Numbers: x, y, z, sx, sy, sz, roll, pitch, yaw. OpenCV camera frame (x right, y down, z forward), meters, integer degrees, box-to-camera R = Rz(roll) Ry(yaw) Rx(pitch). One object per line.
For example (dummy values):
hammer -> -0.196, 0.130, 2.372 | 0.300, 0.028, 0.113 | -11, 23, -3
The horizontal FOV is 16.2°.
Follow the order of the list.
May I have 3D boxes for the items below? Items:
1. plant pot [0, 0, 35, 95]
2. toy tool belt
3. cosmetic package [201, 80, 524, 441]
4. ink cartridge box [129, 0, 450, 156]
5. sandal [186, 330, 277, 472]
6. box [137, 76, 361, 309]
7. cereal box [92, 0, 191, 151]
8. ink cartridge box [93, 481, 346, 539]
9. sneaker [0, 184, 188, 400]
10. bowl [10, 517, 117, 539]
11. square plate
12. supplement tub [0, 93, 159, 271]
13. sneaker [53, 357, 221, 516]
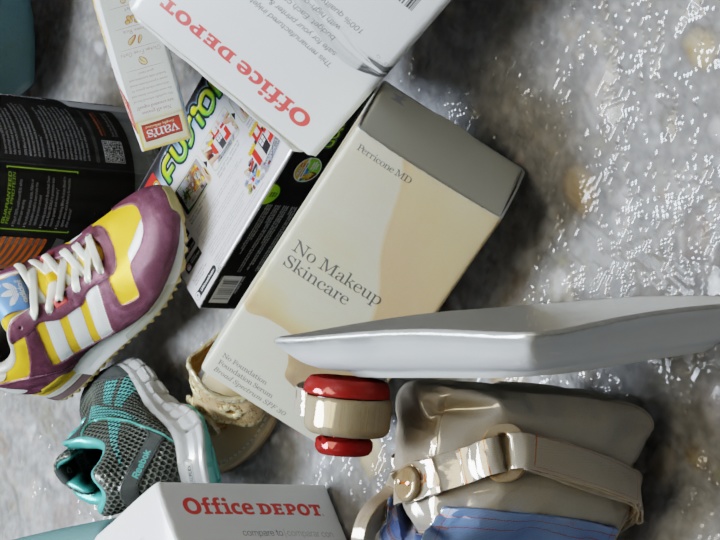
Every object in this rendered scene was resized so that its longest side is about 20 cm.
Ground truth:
plant pot -> -0.315, -0.162, 1.837 | 0.200, 0.200, 0.135 | -27, 103, 45
toy tool belt -> 0.058, 0.123, 1.363 | 0.125, 0.199, 0.123 | -171, 86, -65
cosmetic package -> 0.000, 0.000, 1.496 | 0.105, 0.071, 0.200 | 31, 121, -2
ink cartridge box -> -0.019, -0.186, 1.457 | 0.144, 0.084, 0.200 | 39, 126, -5
sandal -> -0.078, 0.055, 1.616 | 0.212, 0.070, 0.078 | -46, 55, 37
box -> -0.072, -0.084, 1.645 | 0.200, 0.035, 0.110 | -57, 49, 30
cereal box -> -0.156, -0.191, 1.600 | 0.144, 0.039, 0.201 | -116, 11, -65
ink cartridge box -> -0.062, 0.230, 1.529 | 0.084, 0.146, 0.200 | -43, 57, 35
sneaker -> -0.193, 0.015, 1.676 | 0.200, 0.090, 0.075 | -50, 46, 31
bowl -> -0.150, 0.238, 1.619 | 0.105, 0.201, 0.201 | -34, 61, 20
square plate -> 0.091, 0.035, 1.329 | 0.200, 0.198, 0.029 | -2, 92, 49
supplement tub -> -0.244, -0.059, 1.716 | 0.122, 0.200, 0.123 | -5, 83, 48
sneaker -> -0.164, 0.112, 1.666 | 0.200, 0.091, 0.078 | -158, 54, -66
